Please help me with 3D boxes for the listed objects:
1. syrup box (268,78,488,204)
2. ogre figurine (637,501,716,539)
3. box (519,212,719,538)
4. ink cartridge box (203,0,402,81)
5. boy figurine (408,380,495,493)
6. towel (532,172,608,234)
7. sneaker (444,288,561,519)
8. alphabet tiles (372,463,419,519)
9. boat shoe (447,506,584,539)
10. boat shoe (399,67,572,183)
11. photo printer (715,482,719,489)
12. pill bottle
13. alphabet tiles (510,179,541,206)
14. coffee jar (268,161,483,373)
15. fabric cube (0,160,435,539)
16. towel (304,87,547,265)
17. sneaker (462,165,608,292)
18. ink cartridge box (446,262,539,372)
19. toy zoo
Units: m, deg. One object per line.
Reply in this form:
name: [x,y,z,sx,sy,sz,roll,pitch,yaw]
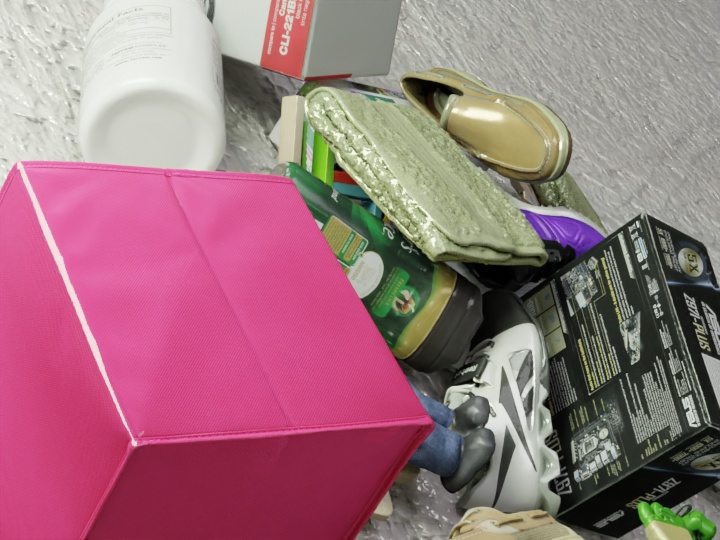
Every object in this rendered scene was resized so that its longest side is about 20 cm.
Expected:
syrup box: [0.021,-0.112,1.537,0.199,0.082,0.079,7,40,-46]
ogre figurine: [0.185,0.246,1.171,0.098,0.120,0.200,30,28,-7]
box: [0.218,0.086,1.349,0.086,0.163,0.202,22,44,-39]
ink cartridge box: [-0.084,-0.236,1.503,0.199,0.085,0.144,20,18,30]
boy figurine: [0.000,0.082,1.192,0.199,0.064,0.125,31,31,-22]
towel: [0.218,-0.038,1.649,0.148,0.036,0.201,44,21,-49]
sneaker: [0.098,0.098,1.303,0.088,0.074,0.202,9,54,-23]
alphabet tiles: [-0.047,0.095,1.212,0.199,0.015,0.197,20,34,-32]
boat shoe: [0.088,0.205,1.177,0.199,0.072,0.065,8,31,-52]
boat shoe: [0.102,-0.129,1.468,0.076,0.072,0.200,9,14,-38]
photo printer: [0.327,0.110,1.559,0.167,0.069,0.200,49,26,-13]
pill bottle: [-0.167,-0.157,1.344,0.114,0.115,0.201,25,31,-24]
alphabet tiles: [0.156,-0.090,1.634,0.201,0.015,0.196,58,11,-21]
coffee jar: [0.000,0.000,1.313,0.199,0.086,0.104,34,-2,-12]
fabric cube: [-0.112,0.079,0.957,0.199,0.197,0.200,0,44,-38]
towel: [0.053,-0.074,1.334,0.148,0.037,0.200,4,37,-49]
sneaker: [0.138,-0.014,1.446,0.199,0.070,0.100,22,38,-22]
ink cartridge box: [0.129,0.076,1.447,0.161,0.050,0.201,-4,62,-52]
toy zoo: [0.008,-0.068,1.432,0.199,0.020,0.133,7,86,-44]
